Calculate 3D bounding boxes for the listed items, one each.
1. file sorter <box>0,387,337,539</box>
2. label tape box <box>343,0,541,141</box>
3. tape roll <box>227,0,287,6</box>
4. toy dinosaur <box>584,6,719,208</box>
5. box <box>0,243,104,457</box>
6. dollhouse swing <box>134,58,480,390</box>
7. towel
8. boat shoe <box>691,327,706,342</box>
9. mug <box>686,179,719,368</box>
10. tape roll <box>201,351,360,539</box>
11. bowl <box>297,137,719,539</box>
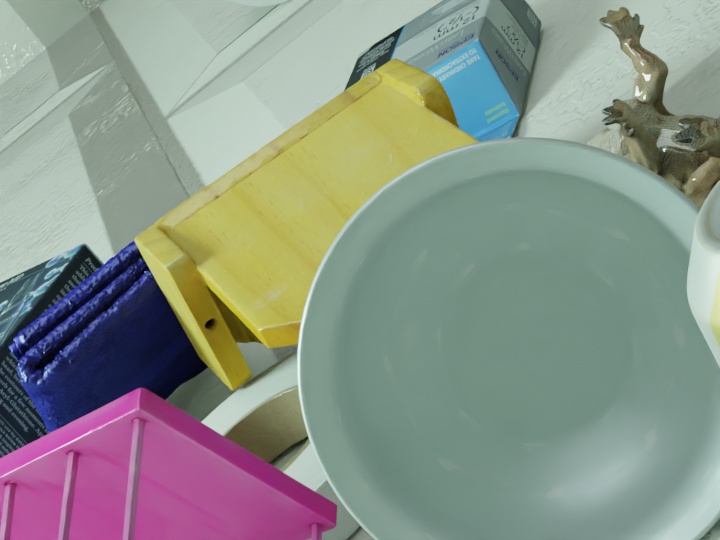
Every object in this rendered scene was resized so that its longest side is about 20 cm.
[{"bbox_3d":[-0.132,0.173,0.911,0.200,0.139,0.126,-27,44,32],"label":"file sorter"},{"bbox_3d":[0.053,-0.135,1.395,0.143,0.066,0.200,-29,20,27],"label":"label tape box"},{"bbox_3d":[-0.113,-0.423,2.119,0.202,0.203,0.139,-28,22,28],"label":"tape roll"},{"bbox_3d":[0.173,-0.048,0.960,0.200,0.136,0.086,19,54,32],"label":"toy dinosaur"},{"bbox_3d":[-0.266,0.096,1.395,0.148,0.107,0.200,-22,25,41],"label":"box"},{"bbox_3d":[0.000,0.000,1.114,0.200,0.182,0.176,-36,50,-11],"label":"dollhouse swing"},{"bbox_3d":[-0.163,0.053,1.237,0.148,0.050,0.200,-46,-16,-17],"label":"towel"},{"bbox_3d":[0.174,0.008,0.863,0.074,0.066,0.199,-38,20,1],"label":"boat shoe"},{"bbox_3d":[0.203,0.024,0.648,0.149,0.153,0.186,-44,20,-15],"label":"mug"},{"bbox_3d":[-0.050,0.116,1.072,0.203,0.037,0.203,-34,20,14],"label":"tape roll"},{"bbox_3d":[0.077,0.039,0.821,0.201,0.201,0.090,-35,1,10],"label":"bowl"}]
